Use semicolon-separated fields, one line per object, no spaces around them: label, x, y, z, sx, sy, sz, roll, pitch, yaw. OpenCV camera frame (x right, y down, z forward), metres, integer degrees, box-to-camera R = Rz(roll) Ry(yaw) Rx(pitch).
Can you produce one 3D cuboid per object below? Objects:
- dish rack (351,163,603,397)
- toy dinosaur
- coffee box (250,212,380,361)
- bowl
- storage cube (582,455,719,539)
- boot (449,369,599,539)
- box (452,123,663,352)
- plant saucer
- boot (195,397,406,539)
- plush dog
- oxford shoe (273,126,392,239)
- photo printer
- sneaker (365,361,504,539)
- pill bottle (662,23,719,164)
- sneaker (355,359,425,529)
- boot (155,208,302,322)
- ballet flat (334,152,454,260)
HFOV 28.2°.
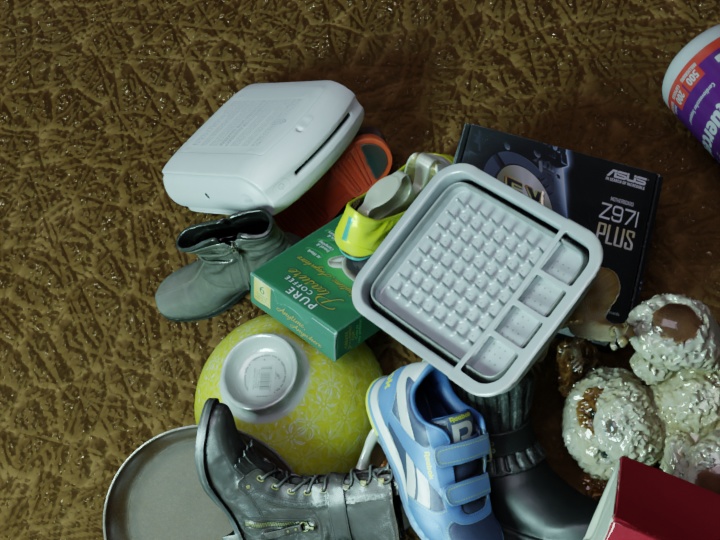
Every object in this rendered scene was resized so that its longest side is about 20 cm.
dish rack;0.105;0.010;1.264;0.200;0.044;0.172;34;85;37
toy dinosaur;0.183;0.026;1.283;0.101;0.058;0.200;-38;43;11
coffee box;0.000;0.000;1.434;0.123;0.044;0.200;33;49;28
bowl;-0.083;0.119;1.417;0.200;0.108;0.200;-7;64;15
storage cube;0.253;0.276;1.132;0.180;0.200;0.171;23;103;7
boot;0.154;0.166;1.285;0.211;0.079;0.158;12;101;31
box;0.173;-0.031;1.384;0.200;0.086;0.164;16;69;1
plant saucer;-0.144;0.241;1.372;0.200;0.032;0.201;1;99;3
boot;-0.047;0.195;1.300;0.174;0.200;0.069;-11;19;15
plush dog;0.262;0.127;1.296;0.172;0.160;0.200;-17;86;25
oxford shoe;-0.054;-0.085;1.541;0.200;0.071;0.073;-31;26;9
photo printer;-0.097;-0.129;1.503;0.200;0.069;0.166;6;49;52
sneaker;0.076;0.169;1.251;0.082;0.074;0.200;-40;71;42
pill bottle;0.390;-0.141;1.388;0.112;0.112;0.200;-34;60;0
sneaker;0.057;0.152;1.372;0.076;0.081;0.200;18;71;26
boot;-0.153;-0.013;1.477;0.200;0.131;0.068;-18;63;22
ballet flat;0.050;-0.080;1.444;0.067;0.067;0.200;31;48;28
